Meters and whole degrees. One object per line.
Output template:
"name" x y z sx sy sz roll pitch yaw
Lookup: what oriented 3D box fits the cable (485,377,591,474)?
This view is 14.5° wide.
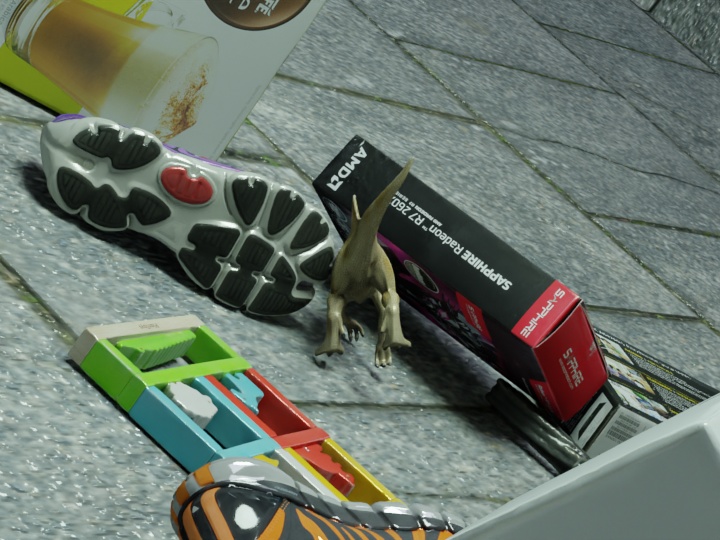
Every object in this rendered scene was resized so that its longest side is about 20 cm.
"cable" 0.158 0.129 1.797 0.097 0.050 0.200 24 19 -41

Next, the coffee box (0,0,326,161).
"coffee box" -0.146 -0.215 1.867 0.197 0.200 0.200 28 17 -25

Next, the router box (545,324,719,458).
"router box" 0.212 0.111 1.952 0.200 0.051 0.149 27 17 -28

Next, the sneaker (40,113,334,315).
"sneaker" -0.103 -0.045 1.710 0.200 0.081 0.083 30 8 -22

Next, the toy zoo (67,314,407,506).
"toy zoo" -0.052 0.097 1.511 0.200 0.020 0.131 41 17 16

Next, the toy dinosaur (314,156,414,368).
"toy dinosaur" 0.000 0.000 1.725 0.058 0.102 0.200 -1 -15 -4

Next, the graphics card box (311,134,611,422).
"graphics card box" 0.066 0.005 1.837 0.200 0.051 0.126 39 -10 26

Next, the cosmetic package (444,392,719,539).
"cosmetic package" 0.154 0.179 1.331 0.201 0.166 0.167 63 20 4

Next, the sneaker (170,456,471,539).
"sneaker" 0.001 0.166 1.360 0.199 0.078 0.112 17 31 -32
